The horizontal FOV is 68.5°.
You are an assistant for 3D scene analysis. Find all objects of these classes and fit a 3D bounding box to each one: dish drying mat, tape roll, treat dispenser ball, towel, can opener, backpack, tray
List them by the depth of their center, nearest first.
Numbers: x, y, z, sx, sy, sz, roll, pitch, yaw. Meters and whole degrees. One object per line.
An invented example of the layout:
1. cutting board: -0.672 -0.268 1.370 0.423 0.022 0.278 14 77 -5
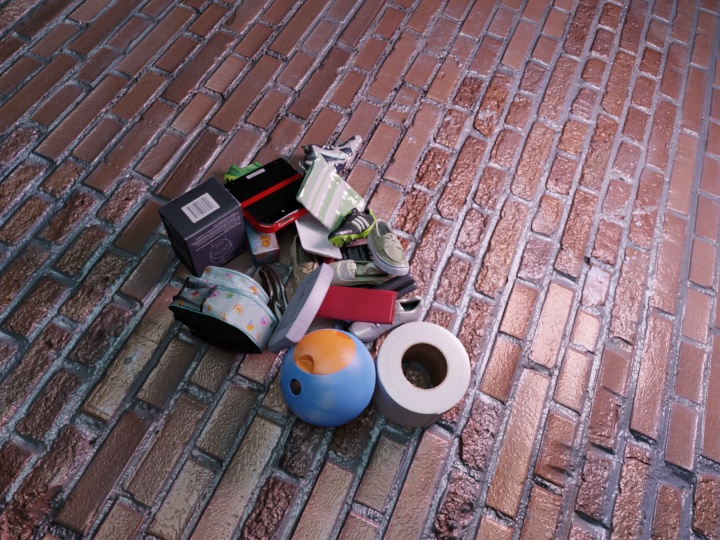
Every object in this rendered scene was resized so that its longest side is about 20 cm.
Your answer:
1. treat dispenser ball: -0.068 0.223 1.108 0.200 0.201 0.202 3 62 -6
2. backpack: -0.279 0.091 1.144 0.199 0.176 0.154 19 62 29
3. tape roll: 0.126 0.230 1.165 0.202 0.139 0.204 3 61 -6
4. dish drying mat: -0.015 0.078 1.210 0.199 0.018 0.077 4 73 20
5. can opener: 0.037 0.058 1.242 0.199 0.053 0.067 -27 25 8
6. tray: -0.117 -0.097 1.322 0.107 0.022 0.200 14 34 -29
7. towel: -0.068 -0.178 1.345 0.200 0.023 0.153 43 53 -36

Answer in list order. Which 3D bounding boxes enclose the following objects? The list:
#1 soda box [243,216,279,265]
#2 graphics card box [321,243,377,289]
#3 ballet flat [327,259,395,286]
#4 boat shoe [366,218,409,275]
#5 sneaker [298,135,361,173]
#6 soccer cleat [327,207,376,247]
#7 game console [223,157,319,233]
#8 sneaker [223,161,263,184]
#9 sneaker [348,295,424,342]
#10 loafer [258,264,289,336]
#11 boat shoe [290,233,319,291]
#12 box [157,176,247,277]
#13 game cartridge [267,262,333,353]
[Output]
1. soda box: -0.260 -0.115 1.337 0.068 0.064 0.201 -13 64 -14
2. graphics card box: 0.013 -0.003 1.322 0.199 0.051 0.126 -11 64 -12
3. ballet flat: 0.000 0.000 1.253 0.199 0.070 0.070 0 63 -8
4. boat shoe: 0.061 -0.057 1.244 0.072 0.062 0.200 -1 30 -21
5. sneaker: -0.093 -0.326 1.459 0.129 0.080 0.199 35 74 2
6. soccer cleat: -0.025 -0.111 1.322 0.200 0.067 0.081 -22 87 -55
7. game console: -0.216 -0.188 1.315 0.177 0.031 0.200 43 55 19
8. sneaker: -0.259 -0.248 1.400 0.199 0.074 0.084 8 66 -3
9. sneaker: 0.062 0.105 1.256 0.199 0.080 0.071 -22 69 -16
10. loafer: -0.207 0.076 1.237 0.071 0.073 0.201 -16 66 -17
11. boat shoe: -0.132 0.004 1.290 0.071 0.065 0.201 -14 65 -15
12. box: -0.360 -0.093 1.234 0.148 0.200 0.107 -37 72 -24
13. game cartridge: -0.127 0.081 1.150 0.040 0.133 0.201 33 57 -13
